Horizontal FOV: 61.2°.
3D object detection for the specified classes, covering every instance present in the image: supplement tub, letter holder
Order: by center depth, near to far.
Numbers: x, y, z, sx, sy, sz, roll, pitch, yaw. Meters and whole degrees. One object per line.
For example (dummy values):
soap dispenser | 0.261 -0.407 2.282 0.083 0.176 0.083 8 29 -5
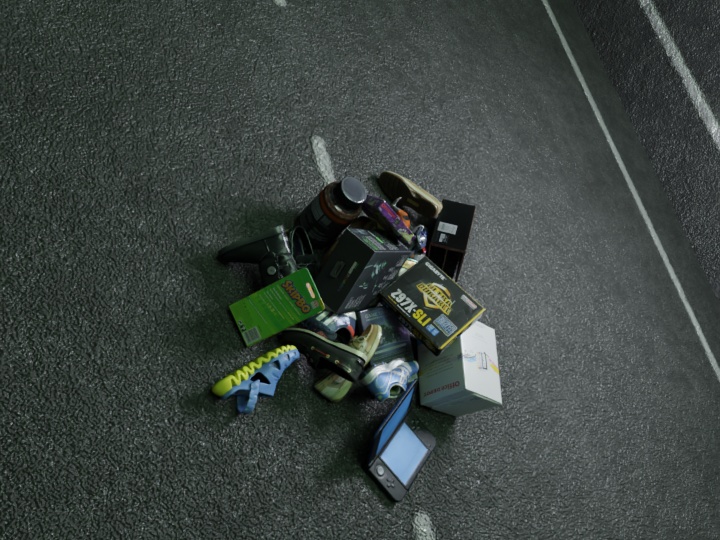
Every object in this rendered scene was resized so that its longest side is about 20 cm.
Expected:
supplement tub | -0.067 -0.141 1.452 0.107 0.200 0.107 19 54 -28
letter holder | 0.257 -0.082 1.751 0.100 0.142 0.200 14 46 8

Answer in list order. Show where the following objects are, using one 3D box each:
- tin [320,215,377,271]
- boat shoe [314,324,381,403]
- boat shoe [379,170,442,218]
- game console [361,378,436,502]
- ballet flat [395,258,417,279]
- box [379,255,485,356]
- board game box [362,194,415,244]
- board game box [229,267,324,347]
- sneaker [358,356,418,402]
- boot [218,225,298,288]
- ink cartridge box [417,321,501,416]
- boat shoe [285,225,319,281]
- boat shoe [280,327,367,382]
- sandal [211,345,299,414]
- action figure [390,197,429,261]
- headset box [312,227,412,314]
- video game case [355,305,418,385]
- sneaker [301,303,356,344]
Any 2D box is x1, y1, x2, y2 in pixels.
tin | -0.028 -0.049 1.473 0.042 0.112 0.200 32 63 16
boat shoe | -0.024 0.195 1.352 0.063 0.073 0.201 38 74 -10
boat shoe | 0.145 -0.221 1.741 0.200 0.072 0.076 39 37 9
game console | 0.102 0.373 1.341 0.171 0.118 0.200 49 47 -3
ballet flat | 0.077 -0.008 1.588 0.199 0.069 0.063 17 64 -18
box | 0.168 0.082 1.445 0.160 0.049 0.200 -37 67 -21
board game box | 0.051 -0.130 1.455 0.120 0.200 0.032 42 88 -23
board game box | -0.170 0.075 1.251 0.096 0.200 0.030 65 22 3
sneaker | 0.073 0.245 1.363 0.200 0.076 0.077 -6 58 -53
boot | -0.206 0.025 1.307 0.066 0.164 0.201 -10 81 -74
ink cartridge box | 0.241 0.237 1.498 0.144 0.147 0.201 26 51 -34
boat shoe | -0.135 -0.014 1.423 0.074 0.062 0.201 -1 67 -40
boat shoe | -0.088 0.177 1.297 0.201 0.074 0.063 20 64 16
sandal | -0.200 0.220 1.231 0.200 0.079 0.087 -30 89 -36
action figure | 0.125 -0.102 1.679 0.194 0.104 0.200 62 17 0
headset box | 0.000 0.000 1.393 0.093 0.174 0.200 40 21 22
video game case | 0.067 0.185 1.459 0.143 0.019 0.201 -10 85 -41
sneaker | -0.096 0.119 1.368 0.199 0.075 0.085 14 61 -28
